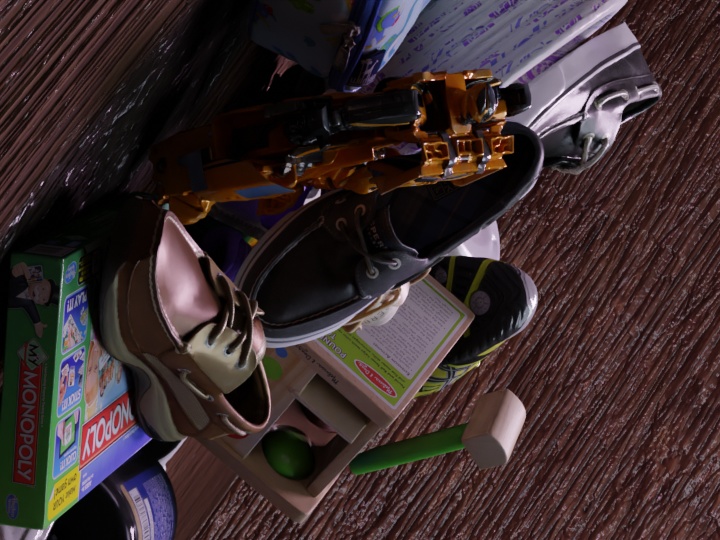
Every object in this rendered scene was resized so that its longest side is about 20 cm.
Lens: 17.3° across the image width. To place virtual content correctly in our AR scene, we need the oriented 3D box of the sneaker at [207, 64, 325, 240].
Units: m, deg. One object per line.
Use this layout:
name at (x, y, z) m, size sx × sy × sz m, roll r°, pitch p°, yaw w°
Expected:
sneaker at (-0.051, -0.081, 1.478) m, size 0.100 × 0.069 × 0.200 m, roll -64°, pitch 178°, yaw 15°

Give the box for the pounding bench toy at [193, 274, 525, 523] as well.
pounding bench toy at (-0.006, 0.089, 1.572) m, size 0.156 × 0.200 × 0.124 m, roll -50°, pitch 179°, yaw 43°

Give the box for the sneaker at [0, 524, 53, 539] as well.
sneaker at (-0.214, 0.146, 1.342) m, size 0.201 × 0.080 × 0.071 m, roll -85°, pitch -163°, yaw -56°

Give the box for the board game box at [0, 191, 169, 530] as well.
board game box at (-0.138, 0.040, 1.217) m, size 0.200 × 0.029 × 0.136 m, roll -42°, pitch 138°, yaw -74°

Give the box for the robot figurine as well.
robot figurine at (-0.007, -0.065, 1.229) m, size 0.199 × 0.059 × 0.144 m, roll -8°, pitch -179°, yaw 42°

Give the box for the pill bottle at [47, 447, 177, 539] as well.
pill bottle at (-0.180, 0.164, 1.533) m, size 0.112 × 0.111 × 0.200 m, roll -56°, pitch 176°, yaw 5°

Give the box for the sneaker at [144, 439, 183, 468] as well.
sneaker at (-0.162, 0.118, 1.720) m, size 0.202 × 0.067 × 0.108 m, roll -54°, pitch 178°, yaw 27°

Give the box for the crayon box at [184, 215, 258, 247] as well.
crayon box at (-0.114, 0.011, 1.522) m, size 0.127 × 0.051 × 0.200 m, roll -57°, pitch 176°, yaw 12°

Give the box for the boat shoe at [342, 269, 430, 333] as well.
boat shoe at (0.000, 0.000, 1.419) m, size 0.073 × 0.069 × 0.200 m, roll -32°, pitch -179°, yaw 24°

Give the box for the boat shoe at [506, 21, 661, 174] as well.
boat shoe at (0.132, -0.097, 1.456) m, size 0.071 × 0.064 × 0.200 m, roll -36°, pitch 179°, yaw 40°

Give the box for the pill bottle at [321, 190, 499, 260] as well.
pill bottle at (-0.009, -0.013, 1.709) m, size 0.199 × 0.112 × 0.111 m, roll -22°, pitch -171°, yaw 22°

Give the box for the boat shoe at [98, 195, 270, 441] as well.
boat shoe at (-0.084, 0.027, 1.218) m, size 0.200 × 0.073 × 0.076 m, roll 77°, pitch 22°, yaw -62°

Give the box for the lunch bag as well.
lunch bag at (0.024, -0.202, 1.247) m, size 0.200 × 0.082 × 0.161 m, roll -54°, pitch 173°, yaw -34°

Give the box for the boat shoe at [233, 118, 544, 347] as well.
boat shoe at (0.018, -0.022, 1.299) m, size 0.199 × 0.070 × 0.066 m, roll -28°, pitch -178°, yaw -8°

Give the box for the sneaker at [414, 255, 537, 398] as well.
sneaker at (0.060, 0.039, 1.647) m, size 0.076 × 0.076 × 0.199 m, roll 1°, pitch 162°, yaw -38°

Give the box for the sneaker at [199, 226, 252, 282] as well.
sneaker at (-0.139, 0.041, 1.367) m, size 0.200 × 0.084 × 0.080 m, roll -37°, pitch -150°, yaw -28°

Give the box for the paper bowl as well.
paper bowl at (0.054, -0.143, 1.413) m, size 0.200 × 0.105 × 0.201 m, roll -36°, pitch 178°, yaw -1°
